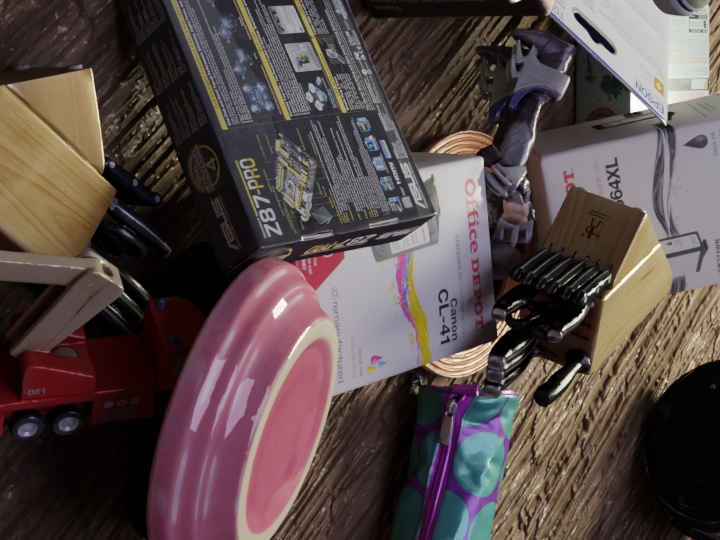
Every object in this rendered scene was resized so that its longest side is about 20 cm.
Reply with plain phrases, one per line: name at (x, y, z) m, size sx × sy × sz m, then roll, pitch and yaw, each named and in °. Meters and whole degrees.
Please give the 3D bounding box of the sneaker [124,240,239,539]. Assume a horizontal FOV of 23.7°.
sneaker at (-0.104, 0.080, 1.148) m, size 0.087 × 0.075 × 0.201 m, roll 10°, pitch 91°, yaw -64°

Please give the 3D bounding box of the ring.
ring at (0.079, -0.013, 1.390) m, size 0.200 × 0.019 × 0.201 m, roll -9°, pitch 102°, yaw -51°

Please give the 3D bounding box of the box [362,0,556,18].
box at (0.059, -0.304, 1.214) m, size 0.200 × 0.165 × 0.165 m, roll 52°, pitch 56°, yaw -41°

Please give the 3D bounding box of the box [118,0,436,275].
box at (-0.052, -0.106, 1.115) m, size 0.161 × 0.049 × 0.201 m, roll -12°, pitch 76°, yaw -46°

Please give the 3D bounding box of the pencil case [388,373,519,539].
pencil case at (0.064, 0.185, 1.343) m, size 0.092 × 0.085 × 0.201 m, roll 32°, pitch 68°, yaw -65°

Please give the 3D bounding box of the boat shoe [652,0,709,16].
boat shoe at (0.203, -0.248, 1.062) m, size 0.072 × 0.062 × 0.201 m, roll -44°, pitch 132°, yaw -37°

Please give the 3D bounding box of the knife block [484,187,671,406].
knife block at (0.161, 0.038, 1.298) m, size 0.176 × 0.064 × 0.200 m, roll -63°, pitch 156°, yaw -10°

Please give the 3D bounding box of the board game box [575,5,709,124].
board game box at (0.258, -0.142, 1.561) m, size 0.147 × 0.064 × 0.201 m, roll -7°, pitch 98°, yaw -50°

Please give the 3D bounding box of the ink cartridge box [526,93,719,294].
ink cartridge box at (0.246, -0.057, 1.450) m, size 0.199 × 0.084 × 0.147 m, roll -13°, pitch 108°, yaw -4°

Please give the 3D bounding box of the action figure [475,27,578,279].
action figure at (0.113, -0.081, 1.324) m, size 0.069 × 0.130 × 0.201 m, roll 13°, pitch 75°, yaw -9°

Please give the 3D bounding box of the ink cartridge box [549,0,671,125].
ink cartridge box at (0.179, -0.236, 1.387) m, size 0.196 × 0.043 × 0.201 m, roll 37°, pitch 46°, yaw -30°

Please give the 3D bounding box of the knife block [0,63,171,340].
knife block at (-0.201, -0.028, 1.005) m, size 0.200 × 0.064 × 0.176 m, roll -20°, pitch 109°, yaw -49°

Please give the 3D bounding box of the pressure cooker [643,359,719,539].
pressure cooker at (0.392, 0.192, 1.676) m, size 0.200 × 0.178 × 0.177 m, roll 28°, pitch 70°, yaw -48°

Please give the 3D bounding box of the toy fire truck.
toy fire truck at (-0.174, 0.032, 0.985) m, size 0.199 × 0.049 × 0.141 m, roll -6°, pitch 137°, yaw -21°

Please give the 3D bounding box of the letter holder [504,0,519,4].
letter holder at (0.165, -0.278, 1.138) m, size 0.200 × 0.100 × 0.142 m, roll -49°, pitch 132°, yaw -34°

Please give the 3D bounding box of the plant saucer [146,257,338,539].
plant saucer at (-0.064, 0.094, 1.050) m, size 0.200 × 0.051 × 0.201 m, roll 17°, pitch 90°, yaw -76°

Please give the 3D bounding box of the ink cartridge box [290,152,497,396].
ink cartridge box at (0.000, 0.000, 1.228) m, size 0.200 × 0.085 × 0.148 m, roll -15°, pitch 105°, yaw -41°
